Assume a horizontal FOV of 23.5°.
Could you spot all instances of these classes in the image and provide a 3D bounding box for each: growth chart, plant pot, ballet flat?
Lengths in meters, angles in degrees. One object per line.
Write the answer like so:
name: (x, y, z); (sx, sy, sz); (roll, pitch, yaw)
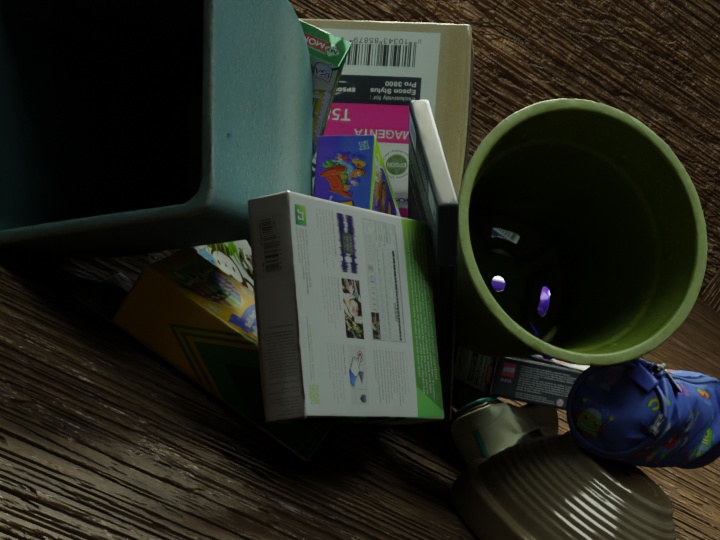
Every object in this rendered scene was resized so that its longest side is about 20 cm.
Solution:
growth chart: (-0.102, -0.009, 1.391); (0.201, 0.018, 0.145); (60, 15, 3)
plant pot: (-0.132, -0.104, 1.231); (0.195, 0.198, 0.200); (-7, -14, 28)
plant pot: (0.139, -0.008, 1.352); (0.199, 0.201, 0.190); (33, -20, -6)
plant pot: (0.176, 0.190, 1.332); (0.200, 0.093, 0.201); (34, 11, -7)
ballet flat: (0.132, 0.148, 1.495); (0.069, 0.070, 0.200); (39, 13, 23)

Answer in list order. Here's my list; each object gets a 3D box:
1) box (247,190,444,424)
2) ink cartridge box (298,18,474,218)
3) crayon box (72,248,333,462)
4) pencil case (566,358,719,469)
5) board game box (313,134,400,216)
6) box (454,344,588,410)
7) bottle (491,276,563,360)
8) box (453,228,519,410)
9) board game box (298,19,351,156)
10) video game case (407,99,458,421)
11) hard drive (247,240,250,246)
box: (-0.006, 0.031, 1.168); (0.036, 0.146, 0.200); (-9, -9, 29)
ink cartridge box: (-0.004, -0.129, 1.501); (0.198, 0.166, 0.075); (2, -19, 6)
crayon box: (-0.096, 0.047, 1.240); (0.199, 0.052, 0.126); (35, 10, 2)
pencil case: (0.233, 0.111, 1.359); (0.078, 0.087, 0.200); (52, 17, 25)
board game box: (0.000, 0.000, 1.340); (0.044, 0.135, 0.200); (0, -22, 9)
box: (0.190, 0.101, 1.502); (0.199, 0.035, 0.110); (12, 2, -14)
bottle: (0.121, 0.034, 1.495); (0.199, 0.066, 0.084); (13, -1, 10)
box: (0.112, 0.027, 1.560); (0.121, 0.201, 0.032); (35, 25, 6)
board game box: (-0.113, -0.169, 1.348); (0.199, 0.029, 0.135); (24, -31, 2)
video game case: (0.053, -0.007, 1.320); (0.019, 0.201, 0.143); (-5, 37, -5)
hard drive: (-0.016, 0.036, 1.516); (0.200, 0.038, 0.140); (40, 1, 24)
